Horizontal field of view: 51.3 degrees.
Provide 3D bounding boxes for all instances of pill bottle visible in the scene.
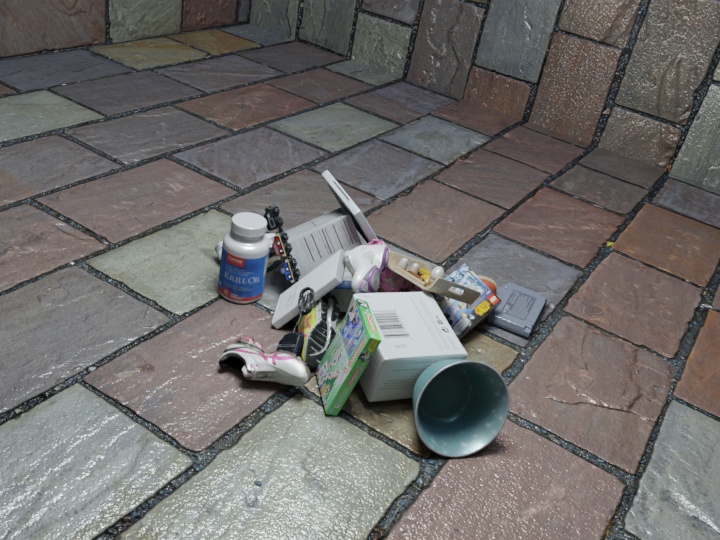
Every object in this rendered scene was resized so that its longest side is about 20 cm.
[{"bbox_3d":[-0.275,-0.031,1.776,0.112,0.200,0.112,8,30,-5],"label":"pill bottle"}]

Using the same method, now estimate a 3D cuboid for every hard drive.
[{"bbox_3d":[-0.117,0.042,1.737,0.027,0.200,0.132,45,24,-19],"label":"hard drive"}]

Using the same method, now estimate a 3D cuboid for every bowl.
[{"bbox_3d":[0.184,0.258,1.491,0.200,0.201,0.105,1,12,-18],"label":"bowl"}]

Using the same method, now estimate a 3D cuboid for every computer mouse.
[{"bbox_3d":[-0.135,0.128,1.633,0.059,0.034,0.200,-2,60,39],"label":"computer mouse"}]

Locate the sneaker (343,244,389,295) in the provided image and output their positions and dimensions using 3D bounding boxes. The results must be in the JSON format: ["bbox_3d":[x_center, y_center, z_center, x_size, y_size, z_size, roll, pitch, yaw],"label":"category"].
[{"bbox_3d":[0.000,0.000,1.680,0.099,0.075,0.200,7,26,13],"label":"sneaker"}]

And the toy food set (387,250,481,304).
[{"bbox_3d":[0.167,0.009,1.742,0.143,0.060,0.200,18,10,-37],"label":"toy food set"}]

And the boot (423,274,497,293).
[{"bbox_3d":[0.264,0.069,1.932,0.200,0.075,0.107,-5,36,-8],"label":"boot"}]

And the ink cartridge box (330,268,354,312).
[{"bbox_3d":[-0.037,0.027,1.864,0.116,0.067,0.200,1,26,20],"label":"ink cartridge box"}]

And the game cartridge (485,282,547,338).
[{"bbox_3d":[0.404,0.099,1.963,0.133,0.041,0.200,25,32,15],"label":"game cartridge"}]

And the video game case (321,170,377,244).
[{"bbox_3d":[-0.015,-0.138,1.887,0.024,0.200,0.182,-36,50,-2],"label":"video game case"}]

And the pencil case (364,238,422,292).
[{"bbox_3d":[0.072,0.017,1.832,0.200,0.083,0.087,51,33,-24],"label":"pencil case"}]

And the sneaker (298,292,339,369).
[{"bbox_3d":[-0.103,0.144,1.681,0.078,0.090,0.200,42,39,-26],"label":"sneaker"}]

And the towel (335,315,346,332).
[{"bbox_3d":[0.037,0.156,1.735,0.200,0.037,0.148,22,31,18],"label":"towel"}]

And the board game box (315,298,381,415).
[{"bbox_3d":[-0.028,0.175,1.517,0.029,0.200,0.135,18,26,-24],"label":"board game box"}]

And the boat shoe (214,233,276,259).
[{"bbox_3d":[-0.276,-0.047,1.950,0.200,0.071,0.070,-7,62,-36],"label":"boat shoe"}]

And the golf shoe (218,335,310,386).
[{"bbox_3d":[-0.197,0.204,1.543,0.200,0.073,0.092,15,35,26],"label":"golf shoe"}]

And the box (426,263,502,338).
[{"bbox_3d":[0.238,0.083,1.842,0.200,0.040,0.137,-33,73,-36],"label":"box"}]

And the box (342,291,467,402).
[{"bbox_3d":[0.087,0.159,1.600,0.200,0.131,0.199,-1,41,-26],"label":"box"}]

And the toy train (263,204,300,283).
[{"bbox_3d":[-0.188,-0.059,1.785,0.046,0.200,0.034,-19,18,-6],"label":"toy train"}]

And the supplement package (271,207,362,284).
[{"bbox_3d":[-0.107,-0.064,1.881,0.200,0.110,0.114,-24,18,-5],"label":"supplement package"}]
